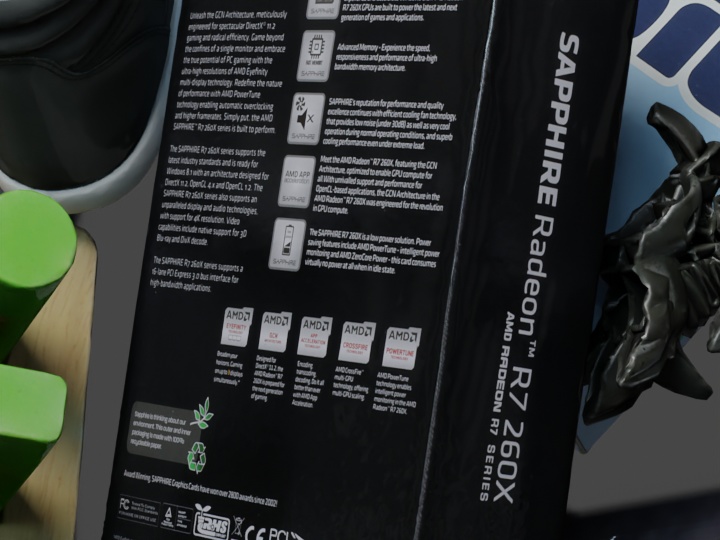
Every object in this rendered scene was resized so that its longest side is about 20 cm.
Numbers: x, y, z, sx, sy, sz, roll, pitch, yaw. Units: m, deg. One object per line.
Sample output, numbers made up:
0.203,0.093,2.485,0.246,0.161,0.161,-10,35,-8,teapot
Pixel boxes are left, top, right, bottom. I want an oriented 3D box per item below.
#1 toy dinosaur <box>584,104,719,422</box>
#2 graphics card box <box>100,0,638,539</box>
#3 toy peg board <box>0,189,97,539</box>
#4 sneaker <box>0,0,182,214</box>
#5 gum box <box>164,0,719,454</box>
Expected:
0.131,0.012,0.693,0.135,0.102,0.201,14,50,-17,toy dinosaur
0.000,0.000,0.704,0.125,0.051,0.201,4,84,50,graphics card box
-0.158,0.057,0.697,0.198,0.098,0.201,10,68,-17,toy peg board
-0.078,-0.126,0.774,0.070,0.099,0.201,-1,65,6,sneaker
0.063,-0.078,0.793,0.170,0.045,0.200,38,80,30,gum box
